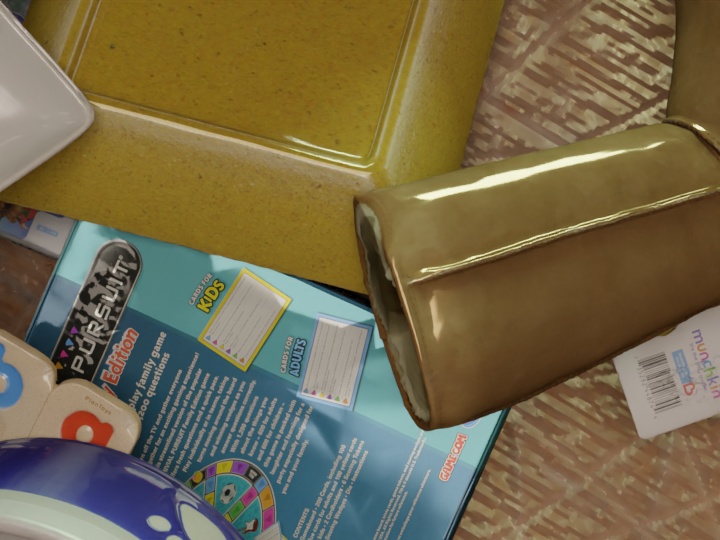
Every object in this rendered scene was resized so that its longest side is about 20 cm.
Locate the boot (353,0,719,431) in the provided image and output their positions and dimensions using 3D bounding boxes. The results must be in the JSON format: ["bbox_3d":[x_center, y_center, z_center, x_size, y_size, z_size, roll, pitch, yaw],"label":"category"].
[{"bbox_3d":[0.092,-0.047,0.899,0.200,0.066,0.175,-17,84,-13],"label":"boot"}]

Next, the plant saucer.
[{"bbox_3d":[-0.045,-0.104,0.947,0.200,0.048,0.200,14,64,2],"label":"plant saucer"}]

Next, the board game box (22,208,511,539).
[{"bbox_3d":[-0.051,0.071,0.950,0.200,0.047,0.151,25,93,7],"label":"board game box"}]

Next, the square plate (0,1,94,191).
[{"bbox_3d":[-0.242,-0.072,0.875,0.200,0.028,0.198,-39,85,-18],"label":"square plate"}]

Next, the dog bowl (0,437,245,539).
[{"bbox_3d":[-0.128,0.171,0.898,0.200,0.079,0.200,6,111,15],"label":"dog bowl"}]

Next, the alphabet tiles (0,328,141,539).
[{"bbox_3d":[-0.179,0.105,0.939,0.200,0.015,0.196,31,115,4],"label":"alphabet tiles"}]

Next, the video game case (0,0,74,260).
[{"bbox_3d":[-0.194,-0.105,0.998,0.200,0.018,0.143,22,85,3],"label":"video game case"}]

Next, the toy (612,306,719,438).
[{"bbox_3d":[0.193,-0.012,0.970,0.200,0.047,0.115,-18,86,-7],"label":"toy"}]
